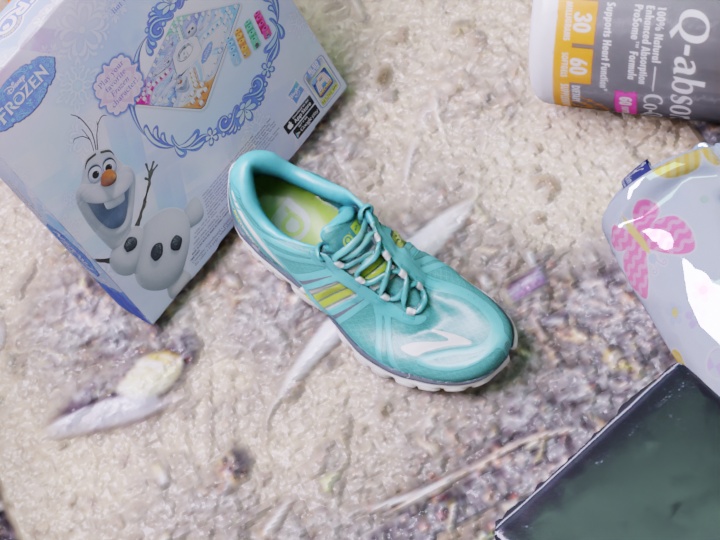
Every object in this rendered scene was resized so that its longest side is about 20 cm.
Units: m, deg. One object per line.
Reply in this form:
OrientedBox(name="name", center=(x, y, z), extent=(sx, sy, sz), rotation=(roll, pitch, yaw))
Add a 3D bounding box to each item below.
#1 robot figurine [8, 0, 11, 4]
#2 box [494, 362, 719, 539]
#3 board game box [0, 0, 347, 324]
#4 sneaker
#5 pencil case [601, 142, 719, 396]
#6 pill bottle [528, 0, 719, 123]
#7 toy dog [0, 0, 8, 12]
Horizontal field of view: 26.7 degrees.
OrientedBox(name="robot figurine", center=(-0.194, -0.243, 0.900), extent=(0.142, 0.117, 0.201), rotation=(-5, 55, 10))
OrientedBox(name="box", center=(0.173, 0.178, 0.697), extent=(0.123, 0.199, 0.200), rotation=(-39, 65, -12))
OrientedBox(name="board game box", center=(-0.119, -0.105, 0.881), extent=(0.043, 0.199, 0.200), rotation=(25, 70, 40))
OrientedBox(name="sneaker", center=(0.000, 0.000, 0.874), extent=(0.199, 0.080, 0.078), rotation=(33, 75, 14))
OrientedBox(name="pencil case", center=(0.213, 0.028, 0.825), extent=(0.090, 0.083, 0.201), rotation=(-35, 63, 17))
OrientedBox(name="pill bottle", center=(0.204, -0.147, 0.890), extent=(0.198, 0.117, 0.117), rotation=(8, 67, 13))
OrientedBox(name="toy dog", center=(-0.219, -0.219, 1.004), extent=(0.199, 0.132, 0.097), rotation=(35, 97, 13))
